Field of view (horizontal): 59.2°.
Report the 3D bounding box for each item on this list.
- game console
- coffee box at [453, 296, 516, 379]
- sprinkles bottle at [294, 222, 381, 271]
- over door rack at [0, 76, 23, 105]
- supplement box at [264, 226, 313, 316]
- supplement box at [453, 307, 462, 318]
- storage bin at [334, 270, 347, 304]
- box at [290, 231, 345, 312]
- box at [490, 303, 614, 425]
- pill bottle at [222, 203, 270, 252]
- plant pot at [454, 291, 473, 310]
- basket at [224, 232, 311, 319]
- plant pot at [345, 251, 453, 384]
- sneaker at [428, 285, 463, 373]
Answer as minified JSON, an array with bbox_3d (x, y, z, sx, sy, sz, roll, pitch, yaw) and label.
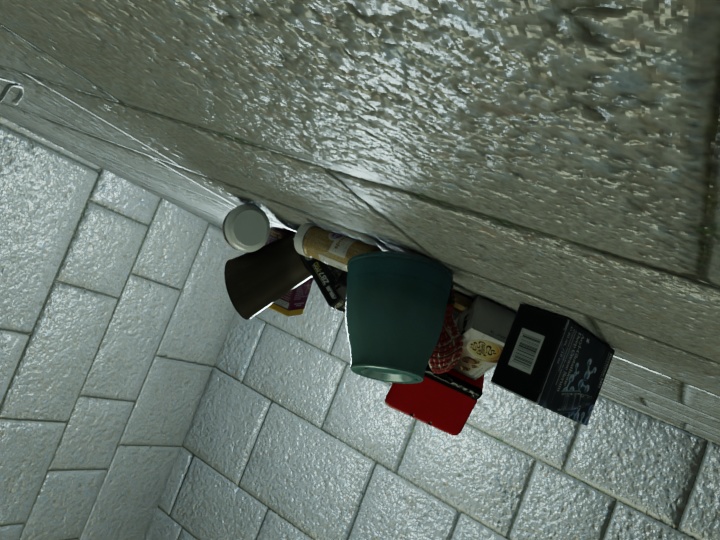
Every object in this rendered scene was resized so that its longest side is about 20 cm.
[{"bbox_3d":[0.174,0.248,1.464,0.196,0.175,0.120,25,138,-7],"label":"game console"},{"bbox_3d":[0.249,0.148,1.356,0.110,0.081,0.201,24,148,-6],"label":"coffee box"},{"bbox_3d":[-0.046,-0.040,1.285,0.197,0.070,0.068,21,176,36],"label":"sprinkles bottle"},{"bbox_3d":[-0.705,-0.352,1.109,0.144,0.068,0.200,23,176,-5],"label":"over door rack"},{"bbox_3d":[-0.197,0.003,1.695,0.128,0.205,0.103,22,-172,19],"label":"supplement box"},{"bbox_3d":[0.240,0.133,1.500,0.196,0.070,0.067,26,174,6],"label":"supplement box"},{"bbox_3d":[0.040,0.060,1.423,0.132,0.095,0.202,15,153,28],"label":"storage bin"},{"bbox_3d":[-0.078,0.004,1.531,0.203,0.049,0.161,58,-169,18],"label":"box"},{"bbox_3d":[0.347,0.171,1.136,0.198,0.152,0.106,26,175,-42],"label":"box"},{"bbox_3d":[-0.273,-0.101,1.520,0.108,0.113,0.200,24,177,-15],"label":"pill bottle"},{"bbox_3d":[0.210,0.066,1.480,0.195,0.028,0.200,23,177,1],"label":"plant pot"},{"bbox_3d":[-0.221,0.004,1.577,0.137,0.196,0.183,53,-164,-39],"label":"basket"},{"bbox_3d":[0.059,0.093,1.121,0.193,0.194,0.201,7,161,3],"label":"plant pot"},{"bbox_3d":[0.162,0.110,1.302,0.075,0.207,0.082,-5,-171,-13],"label":"sneaker"}]
